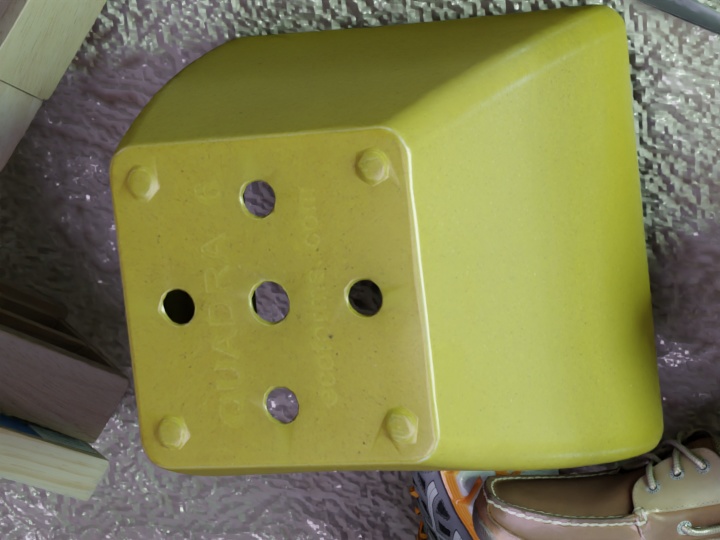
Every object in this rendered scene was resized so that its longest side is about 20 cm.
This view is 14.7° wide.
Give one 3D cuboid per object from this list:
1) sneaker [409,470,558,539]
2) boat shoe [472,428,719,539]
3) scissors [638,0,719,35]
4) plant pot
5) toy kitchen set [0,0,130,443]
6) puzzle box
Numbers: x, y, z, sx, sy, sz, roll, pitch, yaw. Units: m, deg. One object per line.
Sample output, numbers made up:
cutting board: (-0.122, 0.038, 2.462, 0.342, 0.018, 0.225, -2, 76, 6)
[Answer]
sneaker: (0.057, 0.117, 1.348, 0.077, 0.078, 0.200, -5, 115, 43)
boat shoe: (0.150, 0.106, 1.283, 0.200, 0.076, 0.072, 5, 112, -11)
scissors: (0.096, -0.130, 1.209, 0.200, 0.014, 0.073, 37, 125, -4)
plant pot: (0.000, 0.000, 1.191, 0.200, 0.176, 0.200, -3, 98, 24)
toy kitchen set: (-0.183, -0.060, 1.349, 0.163, 0.180, 0.200, 38, 99, 44)
puzzle box: (-0.226, 0.049, 1.338, 0.133, 0.200, 0.025, 34, 96, 39)
